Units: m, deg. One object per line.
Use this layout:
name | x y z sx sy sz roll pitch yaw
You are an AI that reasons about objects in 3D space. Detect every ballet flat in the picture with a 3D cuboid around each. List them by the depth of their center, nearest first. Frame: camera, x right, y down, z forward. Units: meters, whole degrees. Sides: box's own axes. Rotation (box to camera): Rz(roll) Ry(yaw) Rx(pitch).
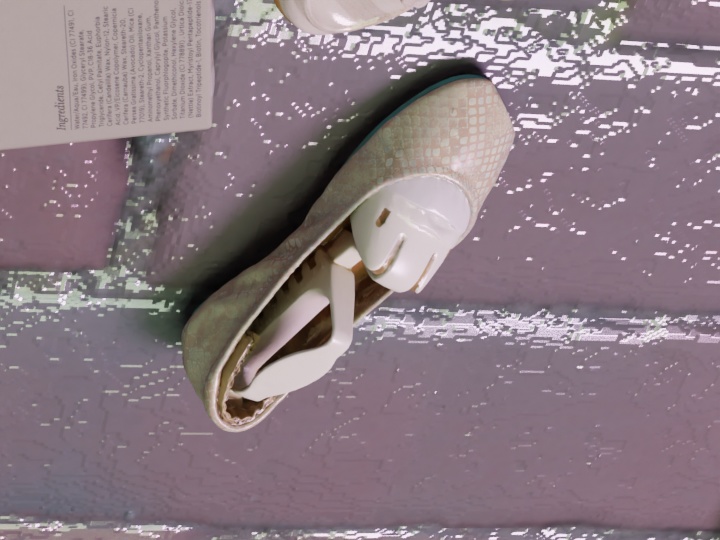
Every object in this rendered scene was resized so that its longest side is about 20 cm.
ballet flat | 0.000 0.000 0.998 0.067 0.063 0.200 25 124 -36

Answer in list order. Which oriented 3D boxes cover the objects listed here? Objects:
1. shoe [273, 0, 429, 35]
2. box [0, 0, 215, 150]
shoe | 0.044 -0.148 0.859 0.200 0.054 0.070 -38 133 23
box | -0.155 -0.091 0.853 0.199 0.069 0.082 -5 137 -10
